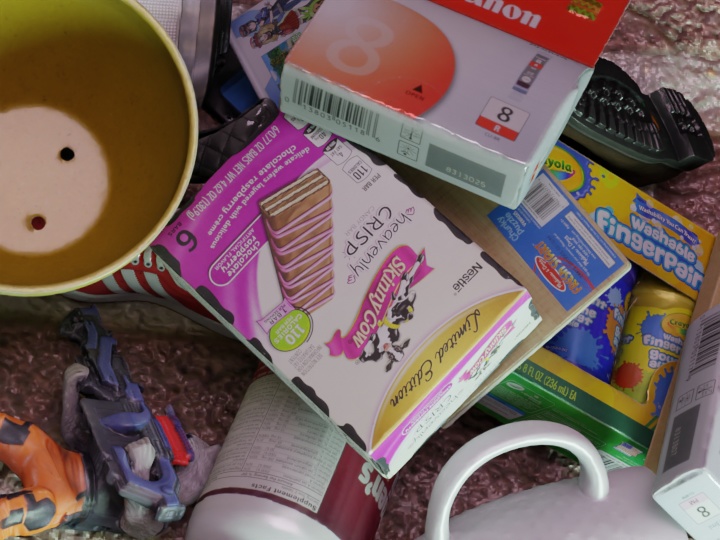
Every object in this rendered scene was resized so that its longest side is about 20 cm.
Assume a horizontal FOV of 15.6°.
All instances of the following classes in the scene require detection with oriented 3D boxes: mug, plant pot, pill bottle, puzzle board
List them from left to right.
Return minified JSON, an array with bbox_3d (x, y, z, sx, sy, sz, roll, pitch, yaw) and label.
[{"bbox_3d":[-0.202,-0.071,1.603,0.199,0.142,0.201,1,78,-6],"label":"plant pot"},{"bbox_3d":[-0.041,0.143,1.616,0.109,0.110,0.200,23,57,0],"label":"pill bottle"},{"bbox_3d":[0.048,-0.024,1.606,0.151,0.017,0.200,-40,68,1],"label":"puzzle board"},{"bbox_3d":[0.102,0.184,1.594,0.175,0.148,0.201,-11,113,-12],"label":"mug"}]

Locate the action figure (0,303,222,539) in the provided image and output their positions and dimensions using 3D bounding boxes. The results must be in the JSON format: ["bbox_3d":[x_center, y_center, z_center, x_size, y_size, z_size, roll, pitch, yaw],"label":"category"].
[{"bbox_3d":[-0.185,0.114,1.644,0.193,0.105,0.200,2,36,-16],"label":"action figure"}]

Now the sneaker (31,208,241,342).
[{"bbox_3d":[-0.130,-0.016,1.679,0.199,0.113,0.071,16,68,-4],"label":"sneaker"}]

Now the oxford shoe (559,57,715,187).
[{"bbox_3d":[0.159,-0.086,1.736,0.084,0.200,0.073,-28,65,24],"label":"oxford shoe"}]

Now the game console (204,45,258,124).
[{"bbox_3d":[0.018,-0.134,1.764,0.200,0.176,0.116,44,38,10],"label":"game console"}]

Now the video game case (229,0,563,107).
[{"bbox_3d":[0.024,-0.136,1.692,0.182,0.022,0.200,-32,54,6],"label":"video game case"}]

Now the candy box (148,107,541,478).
[{"bbox_3d":[-0.010,0.006,1.569,0.200,0.061,0.136,42,85,22],"label":"candy box"}]

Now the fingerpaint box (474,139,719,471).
[{"bbox_3d":[0.139,0.023,1.693,0.200,0.073,0.167,30,61,-24],"label":"fingerpaint box"}]

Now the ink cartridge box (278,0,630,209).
[{"bbox_3d":[0.064,-0.145,1.598,0.162,0.050,0.200,23,55,10],"label":"ink cartridge box"}]

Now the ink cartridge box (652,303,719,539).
[{"bbox_3d":[0.268,0.138,1.627,0.200,0.057,0.163,41,38,-18],"label":"ink cartridge box"}]

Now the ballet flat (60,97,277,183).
[{"bbox_3d":[-0.128,-0.082,1.699,0.199,0.057,0.066,-1,20,28],"label":"ballet flat"}]

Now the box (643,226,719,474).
[{"bbox_3d":[0.267,0.090,1.712,0.163,0.021,0.200,37,59,-27],"label":"box"}]

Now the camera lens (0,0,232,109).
[{"bbox_3d":[-0.187,-0.183,1.718,0.199,0.160,0.160,2,66,-9],"label":"camera lens"}]
